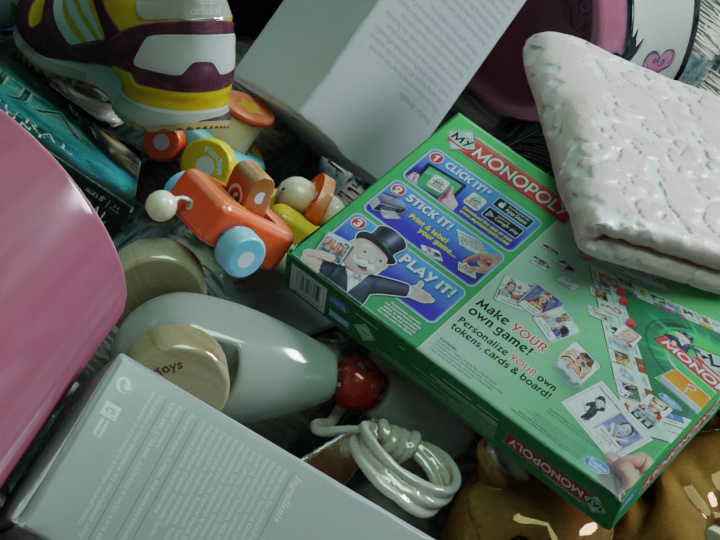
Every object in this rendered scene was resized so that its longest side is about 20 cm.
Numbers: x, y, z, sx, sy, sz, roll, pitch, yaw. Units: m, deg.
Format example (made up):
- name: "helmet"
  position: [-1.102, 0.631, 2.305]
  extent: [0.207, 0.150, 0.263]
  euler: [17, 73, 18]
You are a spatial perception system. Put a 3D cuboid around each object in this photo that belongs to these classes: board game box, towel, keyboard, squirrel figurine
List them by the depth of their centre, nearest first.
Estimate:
- name: "board game box"
  position: [0.081, 0.018, 0.813]
  extent: [0.200, 0.029, 0.135]
  euler: [37, 56, 21]
- name: "squirrel figurine"
  position: [0.129, 0.120, 0.840]
  extent: [0.186, 0.142, 0.200]
  euler: [6, 47, -9]
- name: "board game box"
  position: [-0.201, -0.094, 0.851]
  extent: [0.200, 0.028, 0.135]
  euler: [35, 10, -14]
- name: "towel"
  position: [0.185, -0.050, 0.882]
  extent: [0.191, 0.032, 0.200]
  euler: [16, 31, -13]
- name: "keyboard"
  position: [0.000, 0.000, 0.966]
  extent: [0.200, 0.011, 0.056]
  euler: [-19, 65, -41]

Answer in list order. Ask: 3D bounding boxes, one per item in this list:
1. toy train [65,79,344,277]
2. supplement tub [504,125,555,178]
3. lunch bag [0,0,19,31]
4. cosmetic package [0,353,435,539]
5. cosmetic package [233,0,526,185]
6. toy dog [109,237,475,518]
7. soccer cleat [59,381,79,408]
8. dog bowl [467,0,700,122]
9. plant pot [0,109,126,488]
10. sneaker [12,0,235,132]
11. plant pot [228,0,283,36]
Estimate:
- name: "toy train"
  position: [-0.070, -0.057, 0.883]
  extent: [0.150, 0.056, 0.200]
  euler: [27, 14, -43]
- name: "supplement tub"
  position: [0.105, -0.016, 0.954]
  extent: [0.123, 0.123, 0.200]
  euler: [45, 44, 17]
- name: "lunch bag"
  position: [-0.216, -0.219, 0.915]
  extent: [0.160, 0.200, 0.076]
  euler: [-1, 53, -31]
- name: "cosmetic package"
  position: [-0.046, 0.124, 0.704]
  extent: [0.200, 0.107, 0.090]
  euler: [34, 69, -8]
- name: "cosmetic package"
  position: [0.028, -0.159, 0.976]
  extent: [0.071, 0.200, 0.101]
  euler: [33, -4, 43]
- name: "toy dog"
  position: [-0.049, 0.070, 0.815]
  extent: [0.200, 0.096, 0.132]
  euler: [31, 26, -4]
- name: "soccer cleat"
  position: [-0.175, -0.005, 0.802]
  extent: [0.070, 0.086, 0.200]
  euler: [44, 25, -53]
- name: "dog bowl"
  position: [0.121, -0.185, 1.083]
  extent: [0.074, 0.200, 0.200]
  euler: [-20, 60, -32]
- name: "plant pot"
  position: [-0.196, 0.028, 0.642]
  extent: [0.200, 0.200, 0.179]
  euler: [39, 62, 10]
- name: "sneaker"
  position: [-0.123, -0.140, 0.890]
  extent: [0.075, 0.090, 0.200]
  euler: [-7, 25, -36]
- name: "plant pot"
  position: [-0.056, -0.259, 1.064]
  extent: [0.199, 0.200, 0.178]
  euler: [0, 60, -30]
